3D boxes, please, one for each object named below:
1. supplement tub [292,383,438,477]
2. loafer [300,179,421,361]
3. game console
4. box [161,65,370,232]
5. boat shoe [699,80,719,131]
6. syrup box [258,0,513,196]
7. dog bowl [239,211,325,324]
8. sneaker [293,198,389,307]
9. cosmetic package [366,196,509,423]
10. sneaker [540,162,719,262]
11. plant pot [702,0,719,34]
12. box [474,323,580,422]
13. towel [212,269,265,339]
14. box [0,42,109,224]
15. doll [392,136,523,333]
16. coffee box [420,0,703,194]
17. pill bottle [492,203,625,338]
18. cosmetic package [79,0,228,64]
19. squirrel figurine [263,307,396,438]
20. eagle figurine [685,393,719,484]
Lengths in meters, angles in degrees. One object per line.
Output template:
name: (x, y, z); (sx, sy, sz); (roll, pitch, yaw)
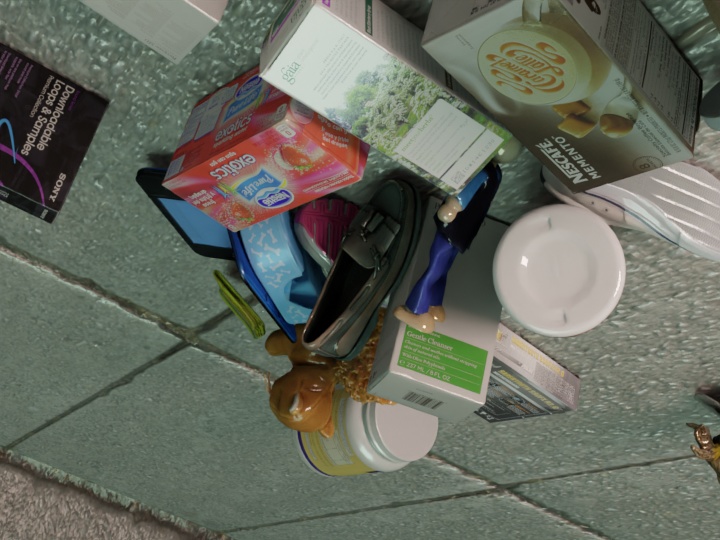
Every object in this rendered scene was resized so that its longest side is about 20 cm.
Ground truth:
supplement tub: (0.006, 0.232, 1.445); (0.145, 0.147, 0.199); (32, 149, -29)
loafer: (0.000, 0.000, 0.978); (0.062, 0.202, 0.072); (10, -164, -44)
game console: (-0.162, -0.014, 1.098); (0.169, 0.120, 0.200); (7, 156, 18)
box: (-0.083, -0.122, 0.892); (0.094, 0.104, 0.199); (34, 147, -31)
boat shoe: (0.343, -0.131, 0.675); (0.198, 0.074, 0.068); (-22, 121, 37)
syrup box: (0.023, -0.153, 0.778); (0.199, 0.082, 0.079); (29, 126, -21)
dog bowl: (-0.083, -0.013, 1.067); (0.049, 0.112, 0.201); (-16, 145, 6)
sneaker: (-0.013, -0.006, 1.087); (0.088, 0.082, 0.200); (-12, 141, 40)
cosmetic package: (0.085, 0.040, 0.990); (0.106, 0.202, 0.085); (18, 155, -9)
sneaker: (0.255, -0.065, 0.862); (0.198, 0.074, 0.071); (29, 161, -4)
plant pot: (0.314, -0.130, 0.506); (0.199, 0.178, 0.200); (35, 135, -16)
box: (0.171, 0.136, 1.285); (0.199, 0.049, 0.158); (33, 148, -29)
towel: (-0.151, 0.046, 1.187); (0.086, 0.018, 0.200); (48, 171, 2)
box: (-0.363, -0.153, 0.940); (0.199, 0.144, 0.036); (28, 149, -23)
doll: (0.093, -0.046, 0.882); (0.048, 0.202, 0.136); (27, -162, 13)
coffee box: (0.156, -0.155, 0.722); (0.114, 0.080, 0.199); (-14, 140, 44)
pill bottle: (0.188, 0.006, 0.904); (0.112, 0.115, 0.200); (9, 178, 13)
cosmetic package: (-0.207, -0.254, 0.769); (0.199, 0.051, 0.082); (31, 147, -26)
squirrel figurine: (-0.030, 0.110, 1.190); (0.198, 0.188, 0.142); (3, 150, 28)
eagle figurine: (0.510, 0.193, 1.159); (0.199, 0.152, 0.152); (-31, 178, 18)
